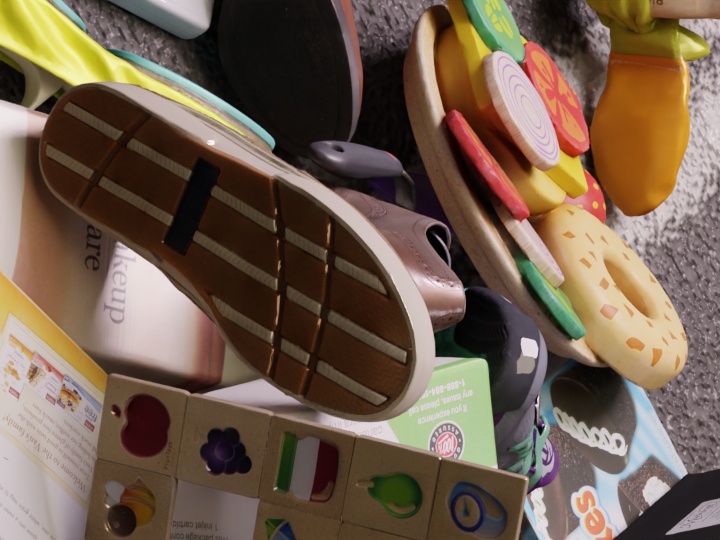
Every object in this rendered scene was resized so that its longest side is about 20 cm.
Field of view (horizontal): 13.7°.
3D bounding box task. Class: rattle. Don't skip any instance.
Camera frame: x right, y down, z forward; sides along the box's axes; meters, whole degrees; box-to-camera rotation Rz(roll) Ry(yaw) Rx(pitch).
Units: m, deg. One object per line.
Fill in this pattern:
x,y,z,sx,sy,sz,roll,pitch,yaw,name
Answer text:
0.187,-0.134,1.603,0.200,0.130,0.143,-55,129,-66,rattle

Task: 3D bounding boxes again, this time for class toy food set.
0.084,-0.042,1.440,0.198,0.049,0.201,38,31,-50,toy food set

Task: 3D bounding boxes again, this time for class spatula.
0.015,-0.042,1.382,0.021,0.056,0.200,-61,160,3,spatula

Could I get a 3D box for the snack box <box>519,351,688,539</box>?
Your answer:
0.127,0.141,1.485,0.116,0.037,0.201,-39,104,-42,snack box

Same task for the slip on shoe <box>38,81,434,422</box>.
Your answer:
-0.041,-0.009,1.180,0.060,0.200,0.076,7,112,-59,slip on shoe

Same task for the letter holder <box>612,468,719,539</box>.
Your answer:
0.174,0.188,1.403,0.200,0.100,0.143,-32,102,-52,letter holder

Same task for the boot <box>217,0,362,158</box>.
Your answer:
-0.012,-0.170,1.443,0.189,0.068,0.200,67,30,-13,boot

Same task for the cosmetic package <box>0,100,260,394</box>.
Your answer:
-0.135,-0.003,1.256,0.199,0.087,0.104,14,67,-39,cosmetic package

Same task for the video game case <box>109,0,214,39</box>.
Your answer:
-0.135,-0.226,1.366,0.199,0.023,0.183,25,62,-34,video game case

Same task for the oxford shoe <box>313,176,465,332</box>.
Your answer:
0.000,0.000,1.319,0.072,0.200,0.072,0,105,-9,oxford shoe

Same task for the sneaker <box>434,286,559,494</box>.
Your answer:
0.061,0.061,1.329,0.087,0.200,0.075,16,72,-14,sneaker

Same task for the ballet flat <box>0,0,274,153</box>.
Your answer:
-0.129,-0.080,1.311,0.200,0.067,0.067,36,77,-26,ballet flat

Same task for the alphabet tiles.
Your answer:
-0.033,0.153,1.130,0.008,0.166,0.201,-28,130,-71,alphabet tiles

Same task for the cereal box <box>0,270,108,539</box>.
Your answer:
-0.168,0.094,1.115,0.144,0.039,0.201,49,49,-35,cereal box

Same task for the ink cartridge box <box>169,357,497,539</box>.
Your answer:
-0.012,0.145,1.212,0.145,0.084,0.201,-14,100,-47,ink cartridge box
